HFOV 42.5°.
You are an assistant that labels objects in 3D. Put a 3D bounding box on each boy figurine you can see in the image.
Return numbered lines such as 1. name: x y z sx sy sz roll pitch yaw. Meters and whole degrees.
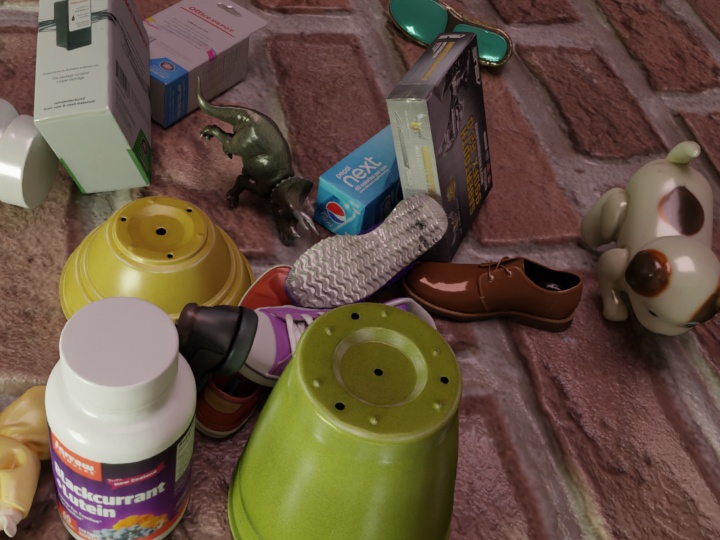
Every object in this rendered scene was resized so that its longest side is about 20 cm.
1. boy figurine: -0.303 0.171 0.723 0.122 0.065 0.201 3 37 22

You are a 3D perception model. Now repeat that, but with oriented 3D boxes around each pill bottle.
1. pill bottle: -0.423 -0.136 0.960 0.196 0.111 0.111 16 44 2
2. pill bottle: -0.182 0.119 0.708 0.109 0.202 0.113 7 44 -7

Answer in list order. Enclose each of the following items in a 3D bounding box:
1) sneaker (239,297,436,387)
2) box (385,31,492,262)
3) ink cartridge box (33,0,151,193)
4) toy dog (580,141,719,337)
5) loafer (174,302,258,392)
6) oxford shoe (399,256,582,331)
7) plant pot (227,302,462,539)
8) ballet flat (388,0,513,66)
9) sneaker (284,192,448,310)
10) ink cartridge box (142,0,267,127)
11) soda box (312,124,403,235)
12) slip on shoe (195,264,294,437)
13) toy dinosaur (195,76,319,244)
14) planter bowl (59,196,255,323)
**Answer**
1. sneaker: -0.017 0.052 0.828 0.198 0.114 0.074 4 65 -40
2. box: 0.094 -0.138 1.027 0.048 0.203 0.159 6 39 25
3. ink cartridge box: -0.283 -0.209 0.996 0.081 0.147 0.203 -8 64 2
4. toy dog: 0.333 -0.016 0.984 0.138 0.195 0.201 23 37 -8
5. loafer: -0.147 0.060 0.778 0.062 0.199 0.073 23 66 -21
6. oxford shoe: 0.141 0.010 0.989 0.196 0.072 0.072 6 47 -6
7. plant pot: -0.001 0.136 0.742 0.196 0.195 0.202 7 44 -7
8. ballet flat: 0.133 -0.351 1.355 0.198 0.071 0.065 30 19 12
9. sneaker: 0.000 0.000 0.944 0.198 0.100 0.070 -28 77 -33
10. ink cartridge box: -0.220 -0.274 1.175 0.114 0.069 0.200 32 48 18
11. soda box: 0.031 -0.114 1.086 0.067 0.065 0.200 32 48 18
12. slip on shoe: -0.095 0.065 0.872 0.073 0.061 0.201 31 47 -2
13. toy dinosaur: -0.112 -0.130 1.018 0.101 0.203 0.077 -10 22 30
14. planter bowl: -0.198 -0.013 0.916 0.196 0.084 0.203 8 45 -8
